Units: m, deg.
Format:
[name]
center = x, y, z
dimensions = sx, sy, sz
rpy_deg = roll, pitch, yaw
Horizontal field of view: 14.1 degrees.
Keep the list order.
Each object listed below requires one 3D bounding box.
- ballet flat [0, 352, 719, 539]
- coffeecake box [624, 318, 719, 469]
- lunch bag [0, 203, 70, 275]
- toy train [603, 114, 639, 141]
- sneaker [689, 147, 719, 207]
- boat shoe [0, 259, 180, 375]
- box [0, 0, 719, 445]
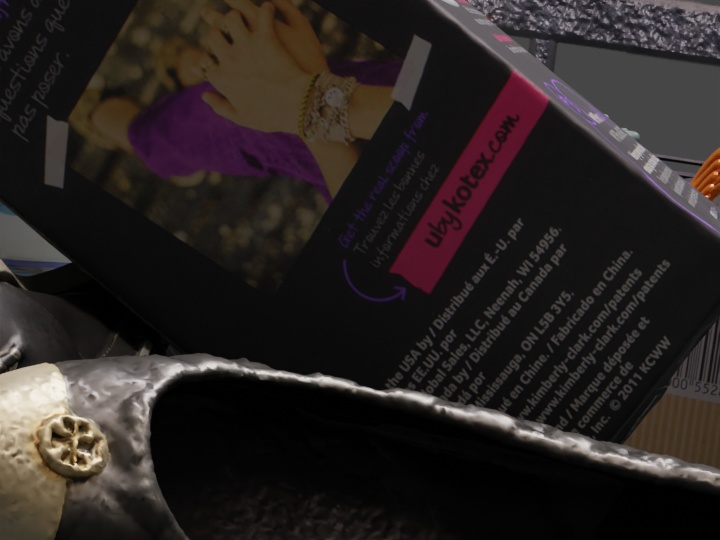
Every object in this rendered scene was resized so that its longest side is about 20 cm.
[ballet flat]
center = 0.007, 0.046, 0.612
dimensions = 0.199, 0.067, 0.057
rpy_deg = 8, -30, -17
[coffeecake box]
center = 0.090, 0.025, 0.920
dimensions = 0.152, 0.074, 0.200
rpy_deg = 10, 6, 21
[lunch bag]
center = -0.123, -0.035, 1.100
dimensions = 0.199, 0.083, 0.160
rpy_deg = 3, 1, 42
[toy train]
center = 0.081, -0.037, 1.497
dimensions = 0.113, 0.086, 0.200
rpy_deg = -1, 4, 13
[sneaker]
center = 0.207, -0.016, 1.029
dimensions = 0.092, 0.076, 0.199
rpy_deg = 40, -32, -30
[boat shoe]
center = -0.075, 0.039, 0.710
dimensions = 0.068, 0.072, 0.200
rpy_deg = 45, 4, 7
[box]
center = -0.008, -0.027, 0.732
dimensions = 0.200, 0.106, 0.122
rpy_deg = 40, 8, 4
